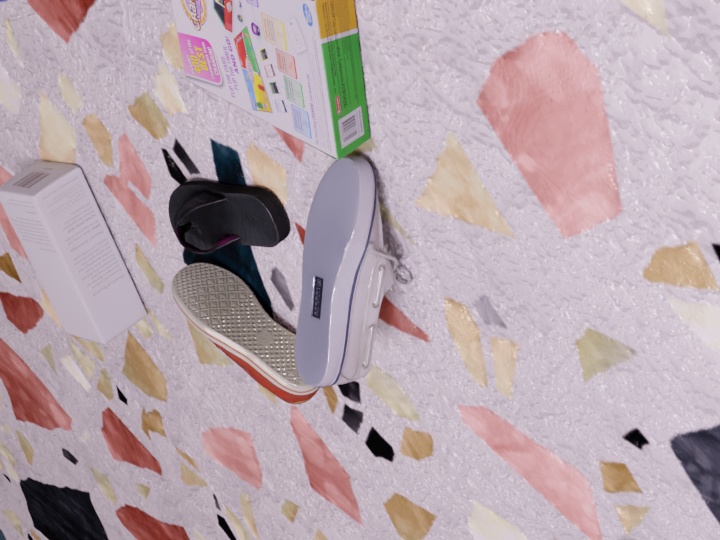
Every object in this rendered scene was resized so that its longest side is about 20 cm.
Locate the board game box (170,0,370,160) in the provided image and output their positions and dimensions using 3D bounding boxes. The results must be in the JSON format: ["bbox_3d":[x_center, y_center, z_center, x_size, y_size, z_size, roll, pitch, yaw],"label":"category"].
[{"bbox_3d":[-0.081,-0.197,1.293,0.199,0.040,0.154,31,143,36],"label":"board game box"}]

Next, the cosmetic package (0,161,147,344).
[{"bbox_3d":[-0.334,-0.021,1.808,0.101,0.074,0.201,12,131,50],"label":"cosmetic package"}]

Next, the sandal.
[{"bbox_3d":[-0.145,-0.049,1.527,0.200,0.048,0.076,-3,118,55],"label":"sandal"}]

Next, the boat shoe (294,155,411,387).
[{"bbox_3d":[0.003,0.002,1.346,0.074,0.086,0.204,21,107,51],"label":"boat shoe"}]

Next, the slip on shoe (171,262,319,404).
[{"bbox_3d":[-0.117,0.066,1.587,0.200,0.074,0.061,38,150,18],"label":"slip on shoe"}]
